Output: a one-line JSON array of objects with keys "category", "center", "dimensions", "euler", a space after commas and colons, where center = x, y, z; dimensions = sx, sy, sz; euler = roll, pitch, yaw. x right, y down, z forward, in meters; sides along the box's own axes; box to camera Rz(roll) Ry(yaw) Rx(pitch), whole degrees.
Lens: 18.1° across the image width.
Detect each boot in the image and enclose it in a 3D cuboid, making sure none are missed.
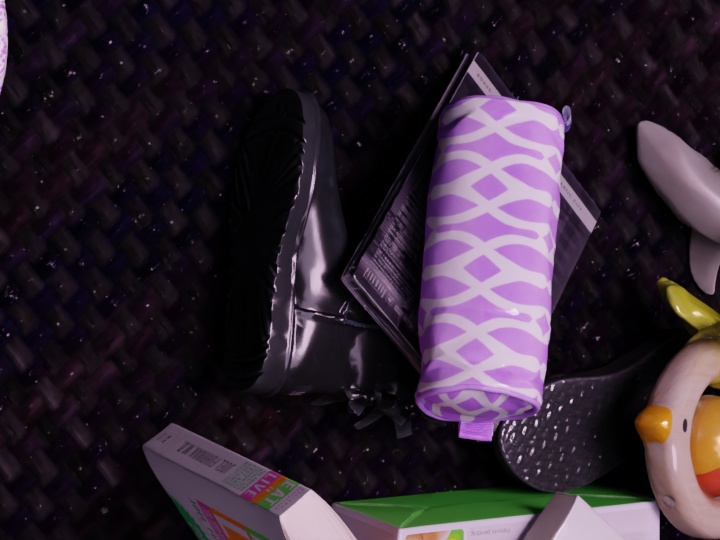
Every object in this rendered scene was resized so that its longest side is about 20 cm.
[{"category": "boot", "center": [0.001, -0.001, 1.398], "dimensions": [0.161, 0.073, 0.200], "euler": [10, 83, -35]}]

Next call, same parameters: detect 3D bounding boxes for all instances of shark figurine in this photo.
[{"category": "shark figurine", "center": [0.292, -0.036, 1.502], "dimensions": [0.212, 0.090, 0.129], "euler": [-2, 108, 2]}]

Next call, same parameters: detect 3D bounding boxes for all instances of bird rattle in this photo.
[{"category": "bird rattle", "center": [0.238, 0.104, 1.492], "dimensions": [0.163, 0.112, 0.201], "euler": [-44, 130, -35]}]

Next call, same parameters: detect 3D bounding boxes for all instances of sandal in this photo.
[{"category": "sandal", "center": [0.157, 0.094, 1.511], "dimensions": [0.199, 0.048, 0.076], "euler": [-19, 104, -37]}]

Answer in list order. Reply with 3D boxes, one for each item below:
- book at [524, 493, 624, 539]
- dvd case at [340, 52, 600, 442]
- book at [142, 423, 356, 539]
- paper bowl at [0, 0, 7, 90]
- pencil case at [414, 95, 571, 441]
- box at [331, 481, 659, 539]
[{"category": "book", "center": [0.158, 0.253, 1.416], "dimensions": [0.200, 0.048, 0.134], "euler": [42, 73, -22]}, {"category": "dvd case", "center": [0.073, -0.017, 1.419], "dimensions": [0.149, 0.016, 0.201], "euler": [49, 51, -26]}, {"category": "book", "center": [-0.047, 0.164, 1.321], "dimensions": [0.048, 0.200, 0.134], "euler": [-38, 111, -18]}, {"category": "paper bowl", "center": [-0.297, -0.126, 1.209], "dimensions": [0.199, 0.104, 0.203], "euler": [-3, 98, -26]}, {"category": "pencil case", "center": [0.076, -0.007, 1.356], "dimensions": [0.083, 0.086, 0.202], "euler": [9, 71, -5]}, {"category": "box", "center": [0.085, 0.235, 1.460], "dimensions": [0.198, 0.096, 0.178], "euler": [-2, 95, -28]}]
